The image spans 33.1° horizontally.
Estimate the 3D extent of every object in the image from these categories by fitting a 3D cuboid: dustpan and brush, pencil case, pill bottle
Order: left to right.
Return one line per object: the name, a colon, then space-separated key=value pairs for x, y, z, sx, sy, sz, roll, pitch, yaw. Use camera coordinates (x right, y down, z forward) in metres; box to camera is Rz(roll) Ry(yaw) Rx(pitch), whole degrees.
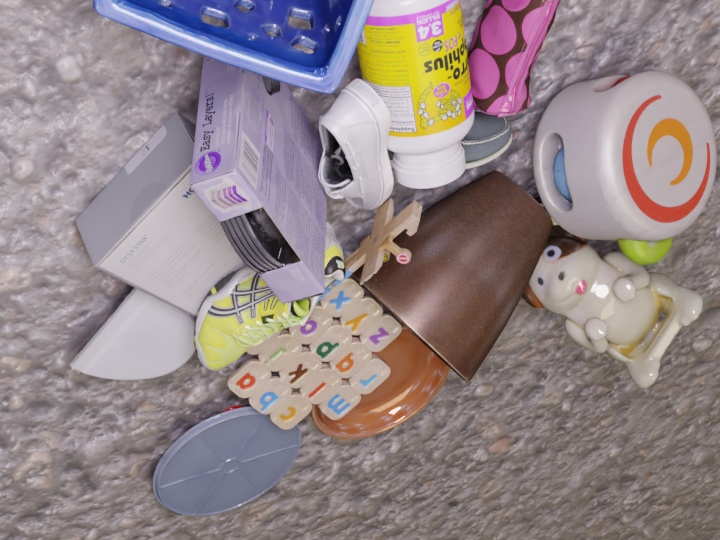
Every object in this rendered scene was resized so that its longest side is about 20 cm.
dustpan and brush: x=-0.208 y=0.077 z=1.341 sx=0.199 sy=0.057 sz=0.140 roll=28 pitch=113 yaw=-39
pill bottle: x=0.054 y=-0.184 z=1.163 sx=0.103 sy=0.104 sz=0.201 roll=-20 pitch=122 yaw=-14
pencil case: x=0.163 y=-0.248 z=1.214 sx=0.090 sy=0.094 sz=0.201 roll=-9 pitch=136 yaw=-30

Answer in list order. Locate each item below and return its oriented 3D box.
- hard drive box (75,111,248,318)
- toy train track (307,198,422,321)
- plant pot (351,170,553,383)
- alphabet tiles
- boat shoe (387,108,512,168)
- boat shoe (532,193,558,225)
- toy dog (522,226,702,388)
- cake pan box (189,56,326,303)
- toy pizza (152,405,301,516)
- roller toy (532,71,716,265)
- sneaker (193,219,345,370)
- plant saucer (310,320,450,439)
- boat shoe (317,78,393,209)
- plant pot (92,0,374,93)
hard drive box: x=-0.157 y=-0.042 z=1.226 sx=0.156 sy=0.077 sz=0.200 roll=-43 pitch=139 yaw=12
toy train track: x=0.000 y=0.000 z=1.225 sx=0.032 sy=0.115 sz=0.200 roll=36 pitch=128 yaw=-19
plant pot: x=0.120 y=-0.009 z=1.380 sx=0.200 sy=0.187 sz=0.187 roll=-48 pitch=139 yaw=-1
alphabet tiles: x=-0.054 y=0.099 z=1.439 sx=0.195 sy=0.015 sz=0.200 roll=-42 pitch=128 yaw=7
boat shoe: x=0.077 y=-0.151 z=1.274 sx=0.198 sy=0.073 sz=0.062 roll=-6 pitch=138 yaw=-21
boat shoe: x=0.273 y=-0.111 z=1.456 sx=0.198 sy=0.072 sz=0.073 roll=-19 pitch=108 yaw=-4
toy dog: x=0.301 y=0.021 z=1.536 sx=0.199 sy=0.194 sz=0.140 roll=27 pitch=113 yaw=-21
cake pan box: x=-0.087 y=-0.095 z=1.116 sx=0.052 sy=0.201 sz=0.184 roll=-16 pitch=140 yaw=19
toy pizza: x=-0.170 y=0.236 z=1.533 sx=0.199 sy=0.032 sz=0.201 roll=-19 pitch=139 yaw=-17
roller toy: x=0.289 y=-0.127 z=1.347 sx=0.182 sy=0.139 sz=0.201 roll=37 pitch=72 yaw=-29
sneaker: x=-0.095 y=0.033 z=1.224 sx=0.075 sy=0.077 sz=0.200 roll=22 pitch=117 yaw=-46
plant saucer: x=0.022 y=0.134 z=1.551 sx=0.199 sy=0.038 sz=0.201 roll=-18 pitch=139 yaw=-17
boat shoe: x=-0.010 y=-0.104 z=1.164 sx=0.068 sy=0.072 sz=0.200 roll=-40 pitch=168 yaw=-16
plant pot: x=-0.076 y=-0.284 z=0.927 sx=0.198 sy=0.180 sz=0.201 roll=18 pitch=123 yaw=-11
